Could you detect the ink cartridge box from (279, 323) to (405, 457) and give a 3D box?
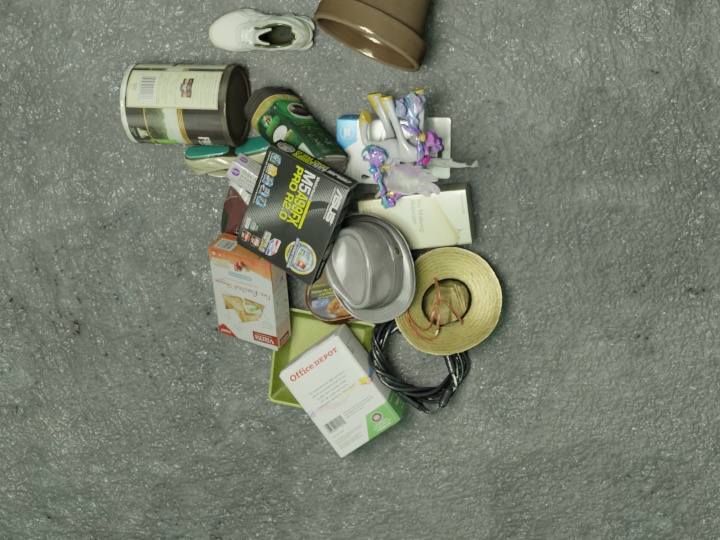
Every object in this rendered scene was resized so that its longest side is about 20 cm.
[{"bbox_3d":[-0.033,0.223,1.799,0.144,0.084,0.201,-35,96,18],"label":"ink cartridge box"}]

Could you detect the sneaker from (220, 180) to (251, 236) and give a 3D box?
[{"bbox_3d":[-0.195,-0.078,1.777,0.200,0.075,0.116,47,119,38],"label":"sneaker"}]

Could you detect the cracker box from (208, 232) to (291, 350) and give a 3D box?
[{"bbox_3d":[-0.203,0.041,1.777,0.133,0.058,0.202,15,129,23],"label":"cracker box"}]

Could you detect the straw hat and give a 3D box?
[{"bbox_3d":[0.156,0.060,1.759,0.199,0.085,0.203,0,83,1],"label":"straw hat"}]

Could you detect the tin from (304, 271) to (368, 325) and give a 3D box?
[{"bbox_3d":[-0.005,0.037,1.790,0.198,0.042,0.113,-10,70,14],"label":"tin"}]

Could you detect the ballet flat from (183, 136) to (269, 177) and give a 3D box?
[{"bbox_3d":[-0.231,-0.208,1.792,0.198,0.069,0.070,-3,105,15],"label":"ballet flat"}]

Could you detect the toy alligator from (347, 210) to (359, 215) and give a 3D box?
[{"bbox_3d":[-0.079,-0.147,1.778,0.200,0.059,0.054,42,152,-5],"label":"toy alligator"}]

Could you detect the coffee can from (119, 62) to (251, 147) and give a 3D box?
[{"bbox_3d":[-0.312,-0.300,1.734,0.198,0.146,0.148,4,106,12],"label":"coffee can"}]

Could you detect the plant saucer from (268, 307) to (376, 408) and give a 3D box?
[{"bbox_3d":[-0.071,0.173,1.864,0.198,0.048,0.202,10,107,10],"label":"plant saucer"}]

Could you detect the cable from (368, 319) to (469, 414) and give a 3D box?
[{"bbox_3d":[0.108,0.160,1.792,0.199,0.051,0.164,38,85,-6],"label":"cable"}]

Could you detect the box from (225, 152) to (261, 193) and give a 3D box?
[{"bbox_3d":[-0.148,-0.139,1.741,0.199,0.042,0.039,33,124,-2],"label":"box"}]

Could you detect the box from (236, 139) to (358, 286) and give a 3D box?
[{"bbox_3d":[-0.111,-0.098,1.633,0.159,0.044,0.201,30,119,11],"label":"box"}]

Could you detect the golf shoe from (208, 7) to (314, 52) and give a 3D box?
[{"bbox_3d":[-0.184,-0.423,1.699,0.198,0.097,0.079,1,107,13],"label":"golf shoe"}]

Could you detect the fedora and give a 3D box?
[{"bbox_3d":[0.000,0.000,1.686,0.175,0.090,0.202,-10,92,30],"label":"fedora"}]

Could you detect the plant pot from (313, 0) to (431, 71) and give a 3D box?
[{"bbox_3d":[0.045,-0.455,1.607,0.199,0.200,0.176,26,92,4],"label":"plant pot"}]

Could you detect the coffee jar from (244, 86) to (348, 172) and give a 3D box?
[{"bbox_3d":[-0.117,-0.239,1.699,0.200,0.104,0.086,52,123,23],"label":"coffee jar"}]

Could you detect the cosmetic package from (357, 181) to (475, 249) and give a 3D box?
[{"bbox_3d":[0.103,-0.095,1.740,0.198,0.073,0.105,-6,104,15],"label":"cosmetic package"}]

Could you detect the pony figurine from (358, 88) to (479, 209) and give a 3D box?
[{"bbox_3d":[0.080,-0.199,1.619,0.192,0.166,0.202,5,112,44],"label":"pony figurine"}]

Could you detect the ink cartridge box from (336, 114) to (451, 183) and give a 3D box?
[{"bbox_3d":[0.060,-0.216,1.718,0.198,0.068,0.117,2,106,11],"label":"ink cartridge box"}]
